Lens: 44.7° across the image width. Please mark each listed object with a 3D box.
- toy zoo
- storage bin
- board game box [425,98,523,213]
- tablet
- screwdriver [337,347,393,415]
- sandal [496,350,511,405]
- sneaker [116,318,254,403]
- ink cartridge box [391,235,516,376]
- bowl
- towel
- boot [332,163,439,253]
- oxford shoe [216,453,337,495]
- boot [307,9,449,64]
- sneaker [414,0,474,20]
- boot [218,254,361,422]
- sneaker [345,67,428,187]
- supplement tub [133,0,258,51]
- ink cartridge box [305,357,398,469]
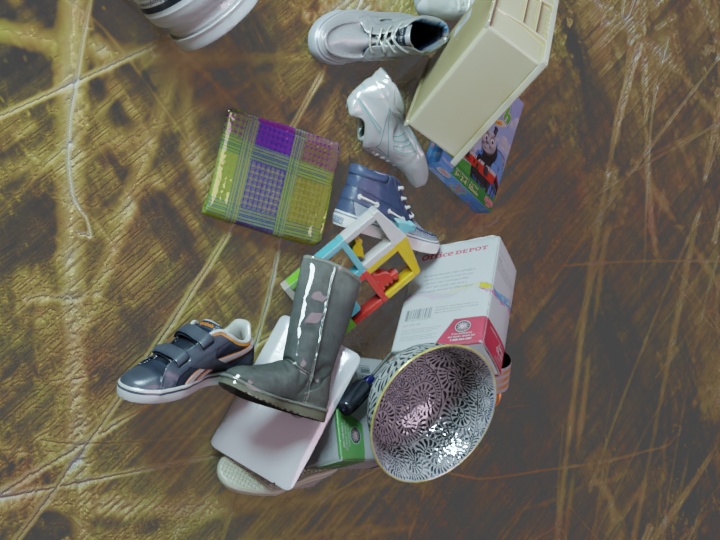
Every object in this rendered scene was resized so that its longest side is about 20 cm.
[{"bbox_3d":[0.000,0.000,1.229,0.199,0.020,0.132,-39,126,-1],"label":"toy zoo"},{"bbox_3d":[0.165,-0.287,1.183,0.093,0.200,0.200,31,45,-11],"label":"storage bin"},{"bbox_3d":[0.180,-0.216,1.366,0.151,0.036,0.203,35,66,-41],"label":"board game box"},{"bbox_3d":[-0.099,0.174,1.169,0.202,0.129,0.014,-61,167,-13],"label":"tablet"},{"bbox_3d":[0.024,0.143,1.225,0.200,0.028,0.030,-37,109,-53],"label":"screwdriver"},{"bbox_3d":[0.220,0.151,1.485,0.078,0.059,0.210,-26,116,-35],"label":"sandal"},{"bbox_3d":[-0.212,0.105,1.075,0.198,0.078,0.081,-11,112,-52],"label":"sneaker"},{"bbox_3d":[0.142,0.058,1.289,0.086,0.145,0.202,56,38,-36],"label":"ink cartridge box"},{"bbox_3d":[0.079,0.175,1.187,0.198,0.094,0.204,-11,115,-25],"label":"bowl"},{"bbox_3d":[-0.111,-0.119,1.153,0.198,0.023,0.146,12,92,-42],"label":"towel"},{"bbox_3d":[0.052,-0.087,1.271,0.198,0.072,0.092,15,95,-42],"label":"boot"},{"bbox_3d":[-0.114,0.277,1.214,0.198,0.058,0.076,0,60,-41],"label":"oxford shoe"},{"bbox_3d":[0.030,-0.320,1.184,0.198,0.095,0.075,-21,113,-37],"label":"boot"},{"bbox_3d":[0.162,-0.402,1.288,0.198,0.080,0.072,-9,108,-39],"label":"sneaker"},{"bbox_3d":[-0.084,0.077,1.120,0.181,0.072,0.204,25,76,-43],"label":"boot"},{"bbox_3d":[0.038,-0.191,1.250,0.080,0.071,0.201,-32,131,-1],"label":"sneaker"},{"bbox_3d":[-0.207,-0.354,0.933,0.141,0.139,0.201,-53,128,-19],"label":"supplement tub"},{"bbox_3d":[0.011,0.208,1.259,0.198,0.084,0.149,13,63,-43],"label":"ink cartridge box"}]
